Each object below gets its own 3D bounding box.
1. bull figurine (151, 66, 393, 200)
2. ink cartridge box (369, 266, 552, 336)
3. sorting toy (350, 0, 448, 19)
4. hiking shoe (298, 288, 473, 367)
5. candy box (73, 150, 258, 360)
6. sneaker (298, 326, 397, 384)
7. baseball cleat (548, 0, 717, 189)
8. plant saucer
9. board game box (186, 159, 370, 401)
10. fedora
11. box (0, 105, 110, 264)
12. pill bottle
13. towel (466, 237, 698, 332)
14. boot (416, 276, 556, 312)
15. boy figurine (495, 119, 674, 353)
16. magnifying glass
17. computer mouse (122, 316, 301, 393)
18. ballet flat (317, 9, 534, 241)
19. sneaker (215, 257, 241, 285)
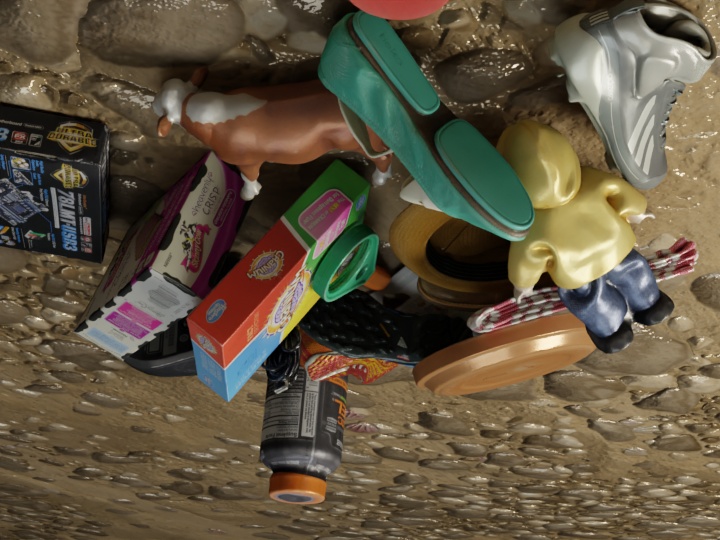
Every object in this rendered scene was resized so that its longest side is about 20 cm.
[{"bbox_3d":[-0.066,-0.111,0.800,0.199,0.066,0.122,0,156,13],"label":"bull figurine"},{"bbox_3d":[0.095,0.054,1.153,0.173,0.044,0.200,34,148,-10],"label":"ink cartridge box"},{"bbox_3d":[-0.001,-0.224,0.543,0.198,0.070,0.200,12,154,-15],"label":"sorting toy"},{"bbox_3d":[0.021,0.073,1.104,0.199,0.075,0.087,16,164,0],"label":"hiking shoe"},{"bbox_3d":[-0.185,-0.009,0.943,0.061,0.137,0.200,33,145,-19],"label":"candy box"},{"bbox_3d":[-0.009,0.093,1.236,0.073,0.077,0.200,-41,151,19],"label":"sneaker"},{"bbox_3d":[0.212,-0.122,0.727,0.106,0.070,0.200,-18,151,27],"label":"baseball cleat"},{"bbox_3d":[0.151,0.089,1.011,0.199,0.033,0.200,-13,164,-4],"label":"plant saucer"},{"bbox_3d":[-0.073,0.012,0.919,0.040,0.200,0.153,36,158,11],"label":"board game box"},{"bbox_3d":[0.119,-0.055,0.869,0.199,0.082,0.201,1,149,0],"label":"fedora"},{"bbox_3d":[-0.333,-0.082,0.926,0.197,0.050,0.200,8,154,-9],"label":"box"},{"bbox_3d":[-0.072,0.192,1.285,0.106,0.201,0.106,4,156,2],"label":"pill bottle"},{"bbox_3d":[0.191,0.017,0.905,0.199,0.030,0.146,-17,175,2],"label":"towel"},{"bbox_3d":[0.153,-0.008,0.996,0.199,0.074,0.076,-5,139,4],"label":"boot"},{"bbox_3d":[0.158,-0.026,0.761,0.124,0.064,0.200,-37,115,3],"label":"boy figurine"},{"bbox_3d":[0.000,0.000,0.998,0.022,0.080,0.200,37,-177,13],"label":"magnifying glass"},{"bbox_3d":[-0.150,0.070,1.024,0.199,0.139,0.053,-5,143,8],"label":"computer mouse"},{"bbox_3d":[0.041,-0.091,0.716,0.200,0.067,0.070,51,132,3],"label":"ballet flat"},{"bbox_3d":[-0.166,0.048,1.134,0.199,0.074,0.088,-27,147,33],"label":"sneaker"}]
